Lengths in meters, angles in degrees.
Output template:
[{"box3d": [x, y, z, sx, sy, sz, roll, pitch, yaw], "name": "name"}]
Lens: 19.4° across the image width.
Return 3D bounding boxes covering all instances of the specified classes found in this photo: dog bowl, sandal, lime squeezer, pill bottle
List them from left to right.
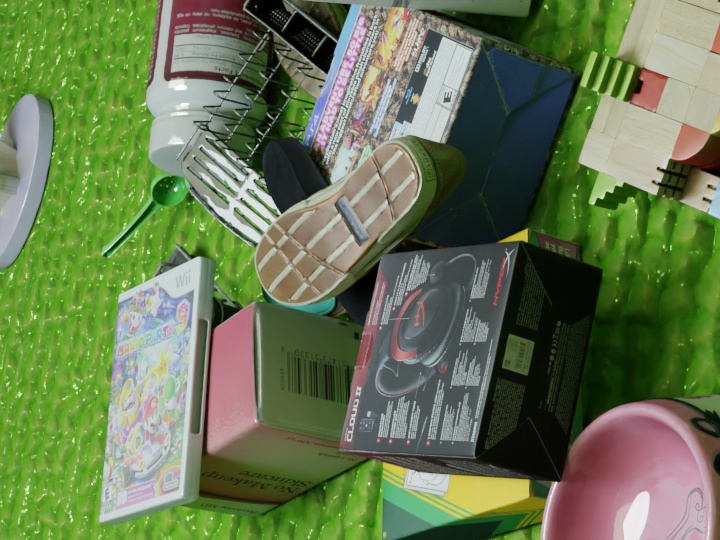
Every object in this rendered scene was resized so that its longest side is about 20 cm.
[{"box3d": [-0.170, -0.072, 2.006, 0.200, 0.038, 0.071, -19, 32, 33], "name": "lime squeezer"}, {"box3d": [-0.137, -0.193, 1.949, 0.114, 0.114, 0.201, -19, 61, 53], "name": "pill bottle"}, {"box3d": [-0.033, -0.024, 1.637, 0.200, 0.043, 0.076, 51, 145, 40], "name": "sandal"}, {"box3d": [0.192, 0.171, 1.337, 0.200, 0.074, 0.201, -29, 54, 50], "name": "dog bowl"}]

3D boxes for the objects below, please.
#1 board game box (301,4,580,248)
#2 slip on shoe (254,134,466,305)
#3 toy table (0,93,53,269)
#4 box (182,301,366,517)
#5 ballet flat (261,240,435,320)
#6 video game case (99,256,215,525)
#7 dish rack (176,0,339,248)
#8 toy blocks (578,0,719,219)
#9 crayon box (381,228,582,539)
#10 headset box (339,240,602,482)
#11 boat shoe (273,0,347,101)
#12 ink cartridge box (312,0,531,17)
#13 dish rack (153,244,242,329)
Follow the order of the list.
[{"box3d": [0.055, -0.116, 1.639, 0.200, 0.097, 0.160, 35, 108, 56], "name": "board game box"}, {"box3d": [-0.001, -0.037, 1.545, 0.200, 0.060, 0.076, -42, 71, 40], "name": "slip on shoe"}, {"box3d": [-0.434, -0.110, 2.379, 0.184, 0.117, 0.201, -4, 76, 57], "name": "toy table"}, {"box3d": [-0.086, 0.119, 1.738, 0.200, 0.128, 0.109, -34, 51, 48], "name": "box"}, {"box3d": [0.000, 0.000, 1.702, 0.200, 0.072, 0.068, -22, 76, 53], "name": "ballet flat"}, {"box3d": [-0.168, 0.101, 1.735, 0.143, 0.018, 0.201, -23, 58, 53], "name": "video game case"}, {"box3d": [-0.074, -0.123, 1.812, 0.153, 0.055, 0.200, 41, 106, 22], "name": "dish rack"}, {"box3d": [0.231, -0.118, 1.389, 0.137, 0.100, 0.201, 27, 102, 45], "name": "toy blocks"}, {"box3d": [0.087, 0.091, 1.544, 0.172, 0.058, 0.201, -27, 56, 51], "name": "crayon box"}, {"box3d": [0.067, 0.063, 1.453, 0.200, 0.075, 0.149, -6, 69, 59], "name": "headset box"}, {"box3d": [-0.046, -0.226, 1.877, 0.073, 0.063, 0.201, -48, 57, 24], "name": "boat shoe"}, {"box3d": [0.021, -0.260, 1.636, 0.147, 0.199, 0.083, -137, 53, -57], "name": "ink cartridge box"}, {"box3d": [-0.174, 0.067, 1.947, 0.200, 0.054, 0.154, 45, 114, 55], "name": "dish rack"}]
